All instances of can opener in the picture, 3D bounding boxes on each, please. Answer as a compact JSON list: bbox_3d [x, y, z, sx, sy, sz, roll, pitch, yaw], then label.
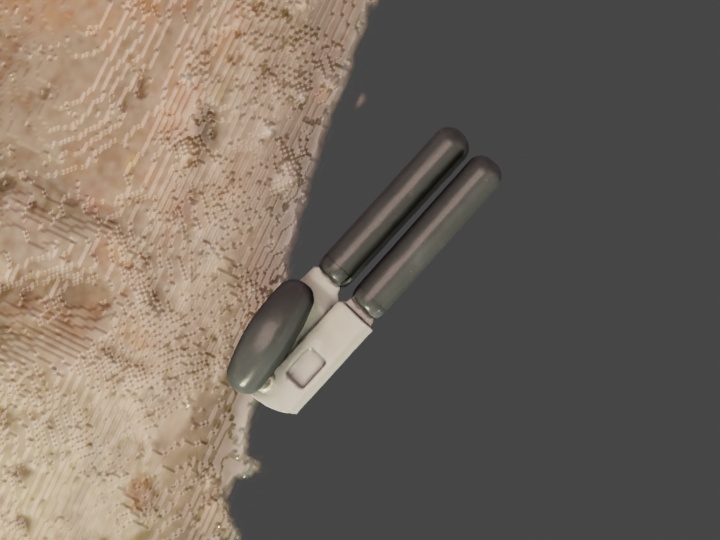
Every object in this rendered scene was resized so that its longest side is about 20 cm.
[{"bbox_3d":[0.000,0.000,1.230,0.053,0.067,0.200,42,91,11],"label":"can opener"}]
